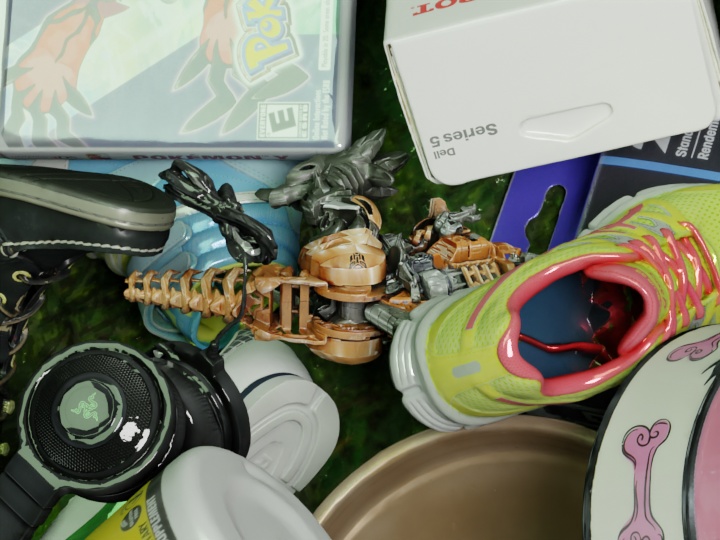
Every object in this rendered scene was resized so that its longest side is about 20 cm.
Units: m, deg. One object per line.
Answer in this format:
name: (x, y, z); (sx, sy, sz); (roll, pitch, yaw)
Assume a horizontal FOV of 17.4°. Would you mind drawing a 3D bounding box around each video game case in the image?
video game case: (-0.091, -0.154, 1.170); (0.182, 0.023, 0.200); (0, 80, 9)

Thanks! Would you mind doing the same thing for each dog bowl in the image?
dog bowl: (0.189, 0.110, 0.947); (0.074, 0.200, 0.200); (-25, 48, 52)

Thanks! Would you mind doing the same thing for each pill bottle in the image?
pill bottle: (-0.102, 0.174, 0.973); (0.200, 0.111, 0.111); (-43, 57, 15)

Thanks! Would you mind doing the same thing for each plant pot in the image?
plant pot: (0.064, 0.172, 1.019); (0.200, 0.093, 0.201); (-7, 61, 14)

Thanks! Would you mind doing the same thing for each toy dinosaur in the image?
toy dinosaur: (0.000, 0.000, 1.077); (0.136, 0.200, 0.102); (-112, 43, -68)

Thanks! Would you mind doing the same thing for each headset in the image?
headset: (-0.103, 0.055, 1.012); (0.094, 0.123, 0.200); (41, 104, 19)

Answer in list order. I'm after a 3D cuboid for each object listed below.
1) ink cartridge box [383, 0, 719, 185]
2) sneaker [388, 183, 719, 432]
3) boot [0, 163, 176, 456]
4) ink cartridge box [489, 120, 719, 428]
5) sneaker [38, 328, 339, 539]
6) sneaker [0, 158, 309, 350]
ink cartridge box: (0.092, -0.140, 1.133); (0.145, 0.084, 0.200); (-13, 33, 11)
sneaker: (0.114, 0.015, 1.004); (0.200, 0.090, 0.078); (-27, 93, -28)
boot: (-0.171, 0.026, 1.141); (0.203, 0.073, 0.154); (7, 94, 40)
ink cartridge box: (0.151, -0.014, 1.117); (0.200, 0.043, 0.198); (10, 67, 24)
sneaker: (-0.101, 0.112, 1.127); (0.200, 0.076, 0.080); (-40, 40, -5)
sneaker: (-0.121, -0.015, 1.186); (0.200, 0.080, 0.131); (-10, 60, 14)
